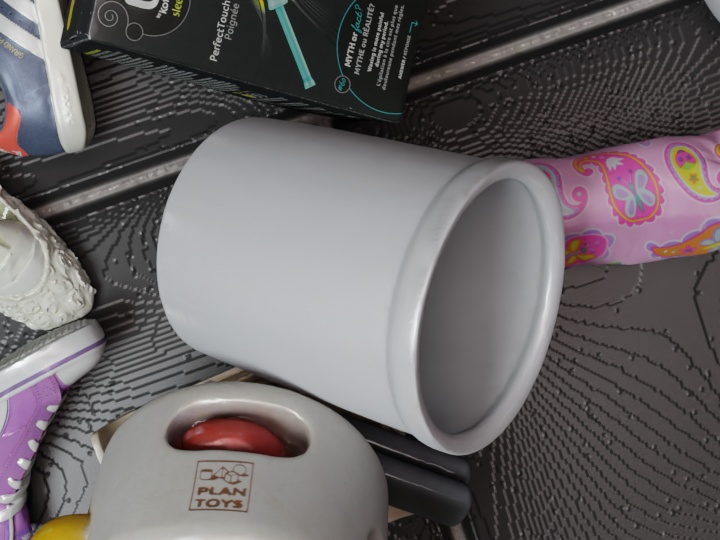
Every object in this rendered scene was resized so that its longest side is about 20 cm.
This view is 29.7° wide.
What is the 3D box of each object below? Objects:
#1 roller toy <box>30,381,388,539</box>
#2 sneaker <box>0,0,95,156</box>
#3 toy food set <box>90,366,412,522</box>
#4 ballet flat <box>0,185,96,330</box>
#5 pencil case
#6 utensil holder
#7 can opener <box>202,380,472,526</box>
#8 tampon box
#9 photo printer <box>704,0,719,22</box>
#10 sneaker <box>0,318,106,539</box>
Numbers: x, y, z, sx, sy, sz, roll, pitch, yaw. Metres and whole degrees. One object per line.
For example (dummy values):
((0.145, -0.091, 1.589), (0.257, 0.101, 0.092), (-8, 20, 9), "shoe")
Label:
((-0.076, 0.171, 0.801), (0.182, 0.141, 0.200), (-35, 120, 29), "roller toy")
((-0.234, -0.174, 0.891), (0.083, 0.075, 0.203), (-9, 92, -1), "sneaker")
((-0.065, 0.137, 0.920), (0.198, 0.060, 0.145), (-23, 93, 0), "toy food set")
((-0.263, -0.033, 0.903), (0.072, 0.072, 0.200), (-45, 94, 1), "ballet flat")
((0.157, -0.044, 0.908), (0.197, 0.087, 0.089), (-7, 93, -1), "pencil case")
((0.000, 0.000, 0.825), (0.198, 0.169, 0.172), (16, 93, 34), "utensil holder")
((-0.023, 0.123, 0.886), (0.197, 0.053, 0.067), (16, 122, -7), "can opener")
((-0.069, -0.188, 0.842), (0.198, 0.126, 0.152), (13, 92, -21), "tampon box")
((0.277, -0.263, 0.905), (0.165, 0.069, 0.201), (-32, 93, 0), "photo printer")
((-0.231, 0.122, 0.914), (0.199, 0.073, 0.115), (-35, 97, 11), "sneaker")
